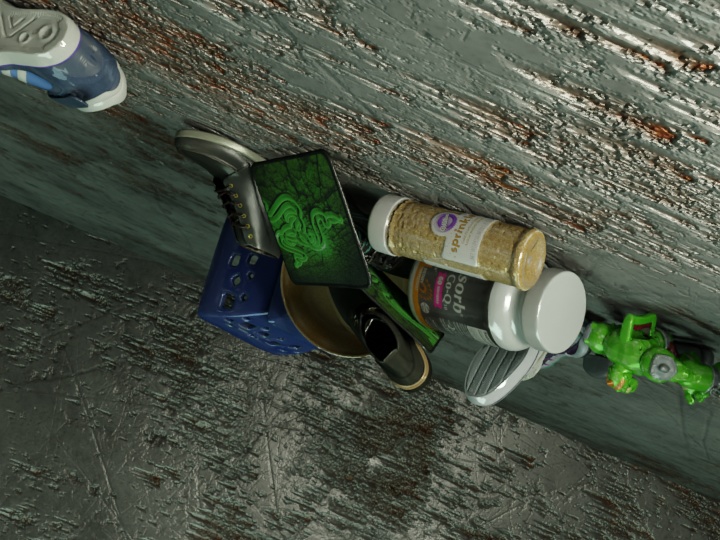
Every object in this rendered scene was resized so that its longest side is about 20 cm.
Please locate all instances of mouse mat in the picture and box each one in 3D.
[{"bbox_3d":[0.027,0.023,1.222,0.200,0.008,0.161,45,-168,4],"label":"mouse mat"},{"bbox_3d":[-0.061,-0.056,1.122,0.199,0.007,0.163,2,114,60],"label":"mouse mat"}]

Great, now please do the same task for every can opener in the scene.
[{"bbox_3d":[0.379,0.124,1.292,0.053,0.068,0.199,13,177,-30],"label":"can opener"}]

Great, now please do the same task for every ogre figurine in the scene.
[{"bbox_3d":[0.350,0.102,1.180,0.119,0.099,0.200,13,-152,-35],"label":"ogre figurine"}]

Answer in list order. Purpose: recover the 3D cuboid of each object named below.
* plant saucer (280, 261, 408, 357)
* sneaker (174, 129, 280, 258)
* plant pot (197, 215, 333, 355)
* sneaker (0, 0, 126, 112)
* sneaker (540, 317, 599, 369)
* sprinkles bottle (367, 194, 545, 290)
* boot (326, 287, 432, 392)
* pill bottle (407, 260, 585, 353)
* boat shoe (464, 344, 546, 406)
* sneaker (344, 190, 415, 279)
[{"bbox_3d":[-0.013,0.019,1.338,0.198,0.202,0.035,20,-163,13],"label":"plant saucer"},{"bbox_3d":[-0.159,-0.096,1.221,0.199,0.107,0.075,27,170,-28],"label":"sneaker"},{"bbox_3d":[-0.109,0.021,1.518,0.178,0.202,0.199,5,162,41],"label":"plant pot"},{"bbox_3d":[-0.347,-0.221,1.037,0.198,0.081,0.147,13,163,24],"label":"sneaker"},{"bbox_3d":[0.269,0.084,1.387,0.087,0.075,0.200,36,160,-5],"label":"sneaker"},{"bbox_3d":[0.104,-0.033,1.067,0.198,0.069,0.068,16,169,34],"label":"sprinkles bottle"},{"bbox_3d":[0.009,0.051,1.203,0.200,0.077,0.138,47,180,27],"label":"boot"},{"bbox_3d":[0.161,0.032,1.153,0.199,0.117,0.116,12,166,46],"label":"pill bottle"},{"bbox_3d":[0.201,0.104,1.194,0.073,0.200,0.067,10,139,45],"label":"boat shoe"},{"bbox_3d":[0.014,-0.030,1.204,0.199,0.076,0.080,26,-154,-21],"label":"sneaker"}]
